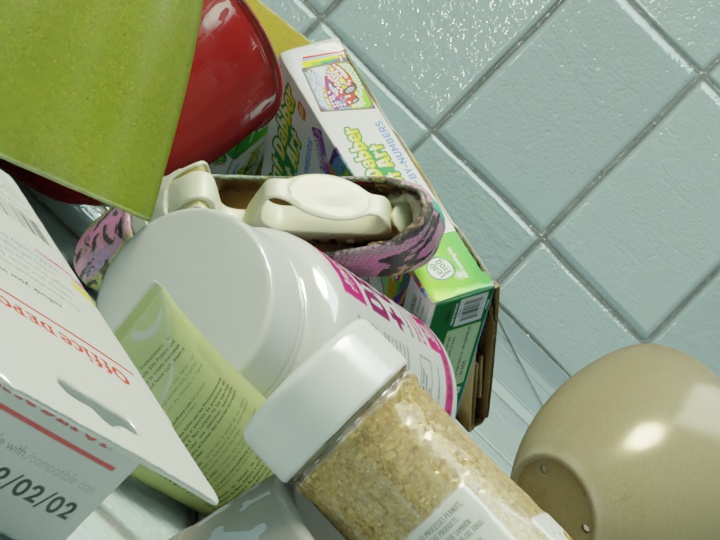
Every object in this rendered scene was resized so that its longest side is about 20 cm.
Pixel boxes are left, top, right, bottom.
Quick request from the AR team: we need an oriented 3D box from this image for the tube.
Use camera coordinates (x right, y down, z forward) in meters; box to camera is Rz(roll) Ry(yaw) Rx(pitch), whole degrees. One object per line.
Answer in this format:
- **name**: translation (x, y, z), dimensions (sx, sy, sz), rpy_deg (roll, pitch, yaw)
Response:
- **tube**: translation (-0.060, 0.076, 0.846), dimensions (0.200, 0.052, 0.058), rpy_deg (43, 43, -51)

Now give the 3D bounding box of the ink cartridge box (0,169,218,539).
- **ink cartridge box**: translation (-0.141, 0.020, 0.664), dimensions (0.115, 0.068, 0.200), rpy_deg (38, 9, -47)

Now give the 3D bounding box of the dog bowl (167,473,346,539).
- **dog bowl**: translation (0.010, 0.162, 0.790), dimensions (0.200, 0.059, 0.200), rpy_deg (45, 7, -7)

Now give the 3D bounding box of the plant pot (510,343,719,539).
- **plant pot**: translation (0.192, 0.168, 1.499), dimensions (0.134, 0.201, 0.200), rpy_deg (-13, 50, -41)

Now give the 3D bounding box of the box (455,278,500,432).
- **box**: translation (0.023, -0.001, 1.357), dimensions (0.200, 0.021, 0.164), rpy_deg (46, -24, 28)

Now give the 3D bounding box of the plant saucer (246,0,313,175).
- **plant saucer**: translation (-0.089, -0.108, 1.328), dimensions (0.200, 0.048, 0.200), rpy_deg (41, -27, 22)

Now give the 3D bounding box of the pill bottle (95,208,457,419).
- **pill bottle**: translation (-0.039, 0.045, 0.961), dimensions (0.113, 0.113, 0.200), rpy_deg (48, 7, 30)

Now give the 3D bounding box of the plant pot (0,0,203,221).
- **plant pot**: translation (-0.144, -0.152, 0.897), dimensions (0.186, 0.201, 0.187), rpy_deg (23, -1, 0)

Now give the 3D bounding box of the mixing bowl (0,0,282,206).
- **mixing bowl**: translation (-0.153, -0.108, 1.069), dimensions (0.199, 0.109, 0.200), rpy_deg (27, -26, 14)

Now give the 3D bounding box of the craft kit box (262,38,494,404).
- **craft kit box**: translation (0.000, 0.000, 1.171), dimensions (0.200, 0.048, 0.198), rpy_deg (102, -33, -51)

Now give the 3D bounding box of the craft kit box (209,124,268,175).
- **craft kit box**: translation (-0.147, -0.129, 1.288), dimensions (0.200, 0.048, 0.198), rpy_deg (46, -23, 7)

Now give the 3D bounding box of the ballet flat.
- **ballet flat**: translation (-0.055, -0.027, 1.019), dimensions (0.071, 0.199, 0.069), rpy_deg (83, 5, -65)

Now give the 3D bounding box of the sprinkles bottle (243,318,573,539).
- **sprinkles bottle**: translation (0.044, 0.112, 0.756), dimensions (0.200, 0.068, 0.068), rpy_deg (46, 6, 4)
